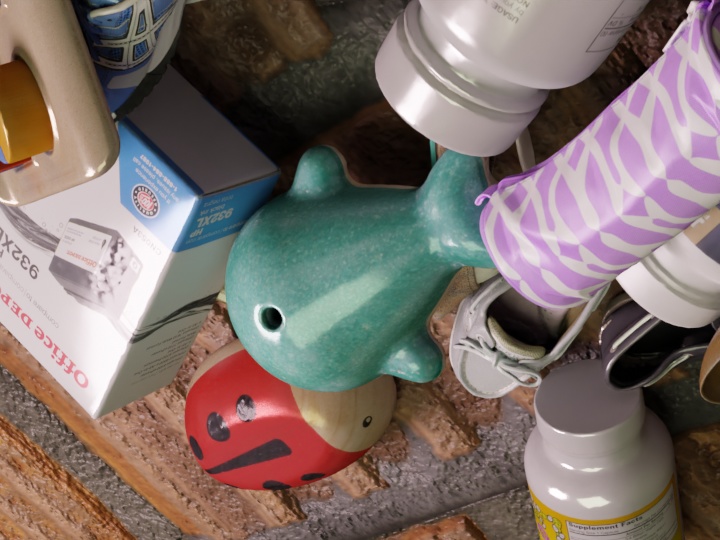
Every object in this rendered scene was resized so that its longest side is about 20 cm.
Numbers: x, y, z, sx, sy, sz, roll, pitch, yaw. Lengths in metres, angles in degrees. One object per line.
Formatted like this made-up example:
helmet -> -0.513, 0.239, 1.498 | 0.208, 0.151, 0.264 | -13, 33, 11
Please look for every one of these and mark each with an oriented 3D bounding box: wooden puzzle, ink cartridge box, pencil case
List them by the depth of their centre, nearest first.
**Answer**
pencil case -> 0.142, -0.057, 0.712 | 0.086, 0.084, 0.200 | 45, 135, 0
wooden puzzle -> -0.215, -0.128, 0.807 | 0.200, 0.046, 0.186 | -7, 103, 61
ink cartridge box -> -0.161, -0.027, 0.925 | 0.145, 0.084, 0.201 | 42, 125, 17

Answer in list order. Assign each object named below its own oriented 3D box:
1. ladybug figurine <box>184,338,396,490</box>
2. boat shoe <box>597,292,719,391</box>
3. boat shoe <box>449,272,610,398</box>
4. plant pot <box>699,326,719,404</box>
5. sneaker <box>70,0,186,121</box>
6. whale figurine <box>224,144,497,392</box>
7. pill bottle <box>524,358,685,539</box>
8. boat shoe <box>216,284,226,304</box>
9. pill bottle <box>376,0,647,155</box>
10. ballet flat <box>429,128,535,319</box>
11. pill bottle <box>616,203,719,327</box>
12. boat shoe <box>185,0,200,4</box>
ladybug figurine -> -0.062, 0.114, 1.076 | 0.199, 0.072, 0.136 | -28, 115, 39
boat shoe -> 0.236, 0.028, 0.881 | 0.199, 0.063, 0.073 | -24, 116, 35
boat shoe -> 0.113, 0.025, 0.927 | 0.074, 0.065, 0.202 | 31, 134, -6
plant pot -> 0.281, 0.018, 0.806 | 0.199, 0.028, 0.200 | -17, 156, -8
sneaker -> -0.138, -0.150, 0.780 | 0.076, 0.077, 0.200 | 51, 129, 15
whale figurine -> 0.000, 0.000, 0.846 | 0.199, 0.104, 0.160 | -26, 91, 38
pill bottle -> 0.173, 0.160, 0.997 | 0.104, 0.105, 0.201 | 1, 130, 22
boat shoe -> -0.055, -0.007, 0.974 | 0.199, 0.074, 0.070 | 26, 115, 9
pill bottle -> 0.092, -0.159, 0.717 | 0.114, 0.115, 0.200 | 30, 129, -6
ballet flat -> 0.075, -0.042, 0.884 | 0.067, 0.068, 0.201 | 10, 134, 11
pill bottle -> 0.224, -0.060, 0.770 | 0.115, 0.116, 0.200 | 32, 134, -8
boat shoe -> -0.053, -0.204, 0.788 | 0.199, 0.072, 0.068 | -10, 119, 34
